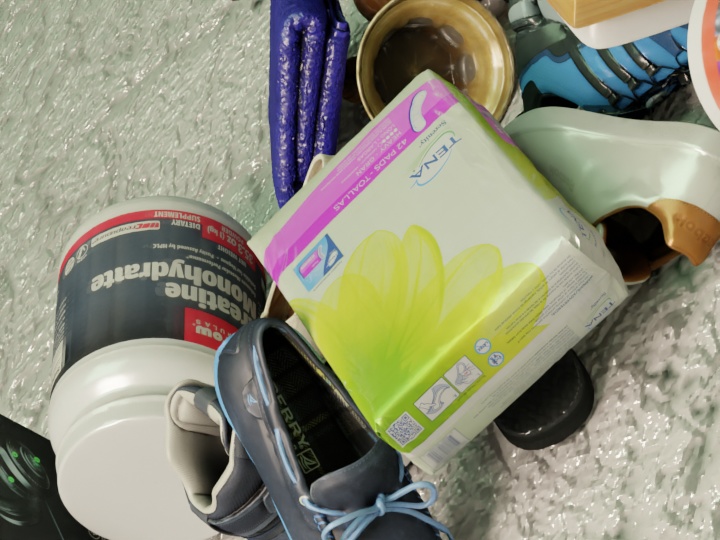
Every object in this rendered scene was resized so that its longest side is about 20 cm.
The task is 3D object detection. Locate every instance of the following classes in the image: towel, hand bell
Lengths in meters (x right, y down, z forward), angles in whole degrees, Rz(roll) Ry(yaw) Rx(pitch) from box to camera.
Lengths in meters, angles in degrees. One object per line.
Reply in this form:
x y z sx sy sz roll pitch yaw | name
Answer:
-0.035 -0.130 1.741 0.200 0.049 0.148 -98 8 -67 | towel
0.016 -0.128 1.724 0.104 0.104 0.200 -63 17 -6 | hand bell

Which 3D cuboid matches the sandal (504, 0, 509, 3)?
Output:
0.143 -0.218 1.601 0.201 0.080 0.057 -18 35 51 | sandal

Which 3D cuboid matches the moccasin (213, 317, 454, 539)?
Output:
-0.013 0.115 1.414 0.080 0.200 0.068 -38 -6 -27 | moccasin

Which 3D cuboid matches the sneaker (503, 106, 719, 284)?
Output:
0.128 -0.039 1.452 0.200 0.073 0.085 5 65 58 | sneaker

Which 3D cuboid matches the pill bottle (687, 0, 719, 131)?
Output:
0.262 -0.118 1.274 0.200 0.111 0.112 -7 57 55 | pill bottle

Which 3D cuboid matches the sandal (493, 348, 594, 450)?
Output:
0.077 0.027 1.492 0.075 0.048 0.201 -28 49 9 | sandal

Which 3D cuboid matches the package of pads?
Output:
0.042 -0.004 1.432 0.154 0.068 0.200 -43 41 7 | package of pads

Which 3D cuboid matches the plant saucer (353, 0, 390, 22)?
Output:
0.070 -0.246 1.780 0.200 0.037 0.200 -37 36 34 | plant saucer

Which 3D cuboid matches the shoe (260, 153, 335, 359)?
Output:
-0.038 0.022 1.605 0.070 0.053 0.200 -5 59 57 | shoe

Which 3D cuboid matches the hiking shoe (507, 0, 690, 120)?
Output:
0.167 -0.120 1.494 0.200 0.074 0.087 3 94 51 | hiking shoe

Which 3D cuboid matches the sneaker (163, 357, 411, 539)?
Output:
-0.026 0.068 1.512 0.077 0.146 0.203 26 87 48 | sneaker

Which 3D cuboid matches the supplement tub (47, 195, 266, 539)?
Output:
-0.129 0.063 1.694 0.140 0.140 0.200 -41 34 30 | supplement tub

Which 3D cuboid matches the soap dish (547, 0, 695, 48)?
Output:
0.180 -0.205 1.425 0.200 0.081 0.157 -19 31 -6 | soap dish

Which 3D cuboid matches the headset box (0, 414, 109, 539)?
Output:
-0.224 0.188 1.666 0.093 0.200 0.174 -44 32 24 | headset box
